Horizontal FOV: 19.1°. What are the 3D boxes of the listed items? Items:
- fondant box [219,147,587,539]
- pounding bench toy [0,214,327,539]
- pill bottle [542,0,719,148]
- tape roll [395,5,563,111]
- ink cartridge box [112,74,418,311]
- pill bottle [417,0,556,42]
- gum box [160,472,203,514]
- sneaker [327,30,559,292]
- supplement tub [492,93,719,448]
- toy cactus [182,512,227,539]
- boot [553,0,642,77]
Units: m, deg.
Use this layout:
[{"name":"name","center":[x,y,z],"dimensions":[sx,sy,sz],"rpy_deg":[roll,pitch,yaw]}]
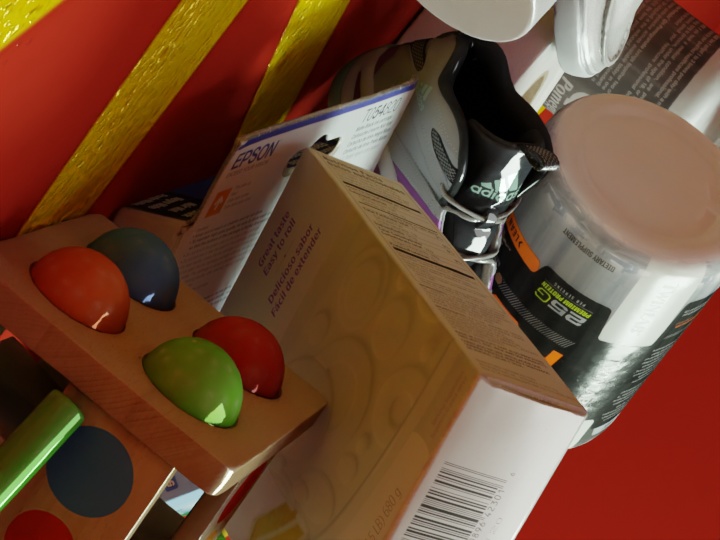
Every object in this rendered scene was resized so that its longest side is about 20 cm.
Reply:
[{"name":"fondant box","center":[-0.001,0.059,0.883],"dimensions":[0.145,0.058,0.200],"rpy_deg":[-61,-150,16]},{"name":"pounding bench toy","center":[-0.118,0.075,0.779],"dimensions":[0.156,0.124,0.200],"rpy_deg":[-54,173,16]},{"name":"pill bottle","center":[0.187,-0.131,1.440],"dimensions":[0.111,0.200,0.111],"rpy_deg":[-50,172,-10]},{"name":"tape roll","center":[0.054,-0.097,1.280],"dimensions":[0.203,0.071,0.203],"rpy_deg":[-51,174,-7]},{"name":"ink cartridge box","center":[-0.064,-0.001,0.992],"dimensions":[0.201,0.040,0.199],"rpy_deg":[-63,164,22]},{"name":"pill bottle","center":[0.096,-0.191,0.888],"dimensions":[0.200,0.111,0.112],"rpy_deg":[-49,173,-23]},{"name":"gum box","center":[-0.063,0.097,1.222],"dimensions":[0.198,0.045,0.170],"rpy_deg":[-22,173,1]},{"name":"sneaker","center":[0.051,-0.025,1.050],"dimensions":[0.077,0.202,0.139],"rpy_deg":[-6,173,-39]},{"name":"supplement tub","center":[0.112,0.013,1.144],"dimensions":[0.123,0.122,0.201],"rpy_deg":[-45,169,-46]},{"name":"toy cactus","center":[-0.142,0.192,1.438],"dimensions":[0.200,0.102,0.165],"rpy_deg":[-42,161,-12]},{"name":"boot","center":[0.167,-0.190,1.161],"dimensions":[0.074,0.095,0.202],"rpy_deg":[-40,143,-53]}]
